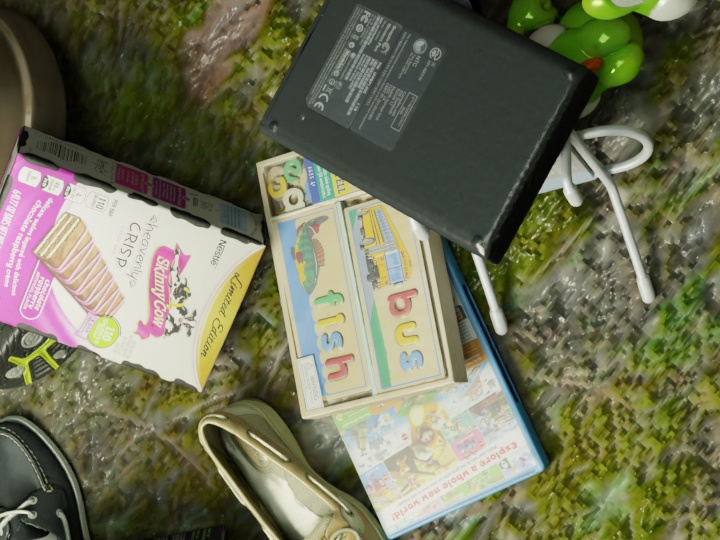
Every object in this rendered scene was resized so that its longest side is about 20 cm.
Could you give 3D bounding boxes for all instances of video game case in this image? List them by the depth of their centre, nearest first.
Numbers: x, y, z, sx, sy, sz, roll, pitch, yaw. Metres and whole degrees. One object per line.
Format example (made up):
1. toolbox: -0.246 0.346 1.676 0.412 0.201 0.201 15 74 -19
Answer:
1. video game case: 0.039 0.083 1.544 0.142 0.018 0.202 -27 85 24

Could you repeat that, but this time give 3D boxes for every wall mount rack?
1. wall mount rack: 0.119 -0.031 1.436 0.198 0.174 0.075 -12 62 23

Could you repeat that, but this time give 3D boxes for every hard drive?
1. hard drive: 0.043 -0.110 1.372 0.199 0.033 0.140 30 92 28

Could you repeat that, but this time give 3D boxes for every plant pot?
1. plant pot: -0.355 -0.122 1.580 0.198 0.173 0.202 -5 82 34

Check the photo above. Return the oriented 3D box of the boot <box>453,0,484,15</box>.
1. boot: 0.034 -0.240 1.464 0.096 0.075 0.202 -13 73 22

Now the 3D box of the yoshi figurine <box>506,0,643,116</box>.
1. yoshi figurine: 0.121 -0.133 1.446 0.199 0.112 0.113 -19 52 37

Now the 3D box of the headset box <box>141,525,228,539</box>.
1. headset box: -0.173 0.303 1.592 0.198 0.093 0.176 -9 93 -2

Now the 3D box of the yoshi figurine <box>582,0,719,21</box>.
1. yoshi figurine: 0.236 -0.211 1.323 0.113 0.198 0.113 -127 25 -45

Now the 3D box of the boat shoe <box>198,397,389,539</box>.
1. boat shoe: -0.048 0.185 1.570 0.073 0.063 0.201 -42 80 22

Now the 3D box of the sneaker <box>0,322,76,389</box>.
1. sneaker: -0.252 0.008 1.642 0.076 0.075 0.201 46 110 33

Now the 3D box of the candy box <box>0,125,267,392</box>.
1. candy box: -0.186 -0.007 1.552 0.198 0.061 0.137 19 112 -13

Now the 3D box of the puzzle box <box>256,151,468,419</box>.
1. puzzle box: 0.000 0.000 1.526 0.132 0.025 0.202 -16 80 26

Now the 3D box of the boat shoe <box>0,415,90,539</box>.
1. boat shoe: -0.260 0.215 1.668 0.075 0.060 0.201 -29 85 24
